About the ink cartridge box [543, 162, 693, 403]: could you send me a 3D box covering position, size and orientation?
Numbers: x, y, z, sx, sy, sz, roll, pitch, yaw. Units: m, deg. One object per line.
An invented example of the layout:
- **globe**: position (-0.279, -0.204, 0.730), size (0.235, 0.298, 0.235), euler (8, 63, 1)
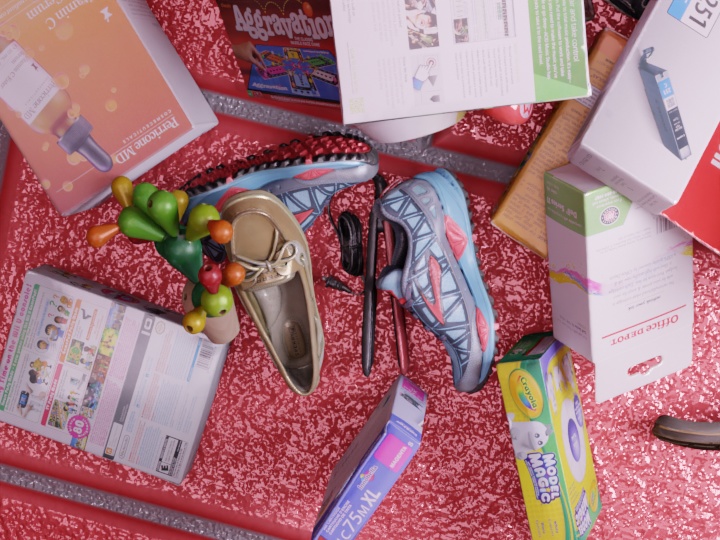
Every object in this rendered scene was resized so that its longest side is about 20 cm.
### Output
- **ink cartridge box**: position (0.227, 0.001, 1.195), size (0.116, 0.067, 0.203), euler (-18, 117, -22)

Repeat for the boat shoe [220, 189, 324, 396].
- **boat shoe**: position (-0.074, 0.021, 1.227), size (0.072, 0.063, 0.203), euler (-13, 125, -1)

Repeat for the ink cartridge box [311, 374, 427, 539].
- **ink cartridge box**: position (0.010, 0.171, 1.211), size (0.042, 0.200, 0.120), euler (34, 100, 1)

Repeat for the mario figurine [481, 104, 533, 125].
- **mario figurine**: position (0.135, -0.221, 1.122), size (0.121, 0.106, 0.203), euler (3, 88, -6)

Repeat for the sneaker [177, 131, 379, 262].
- **sneaker**: position (-0.069, -0.063, 1.259), size (0.197, 0.080, 0.097), euler (-14, 113, 17)

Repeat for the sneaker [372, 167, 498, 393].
- **sneaker**: position (0.060, 0.016, 1.233), size (0.094, 0.079, 0.203), euler (-13, 88, -14)

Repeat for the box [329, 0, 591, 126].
- **box**: position (0.075, -0.197, 1.062), size (0.197, 0.036, 0.147), euler (-6, 105, 2)

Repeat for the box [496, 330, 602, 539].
- **box**: position (0.174, 0.165, 1.233), size (0.048, 0.117, 0.203), euler (-8, 98, 21)

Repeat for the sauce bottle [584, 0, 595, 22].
- **sauce bottle**: position (0.160, -0.314, 1.199), size (0.064, 0.065, 0.203), euler (-9, 92, 7)

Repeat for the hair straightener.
- **hair straightener**: position (0.000, 0.000, 1.269), size (0.076, 0.041, 0.203), euler (-5, 97, 6)

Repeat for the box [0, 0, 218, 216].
- **box**: position (-0.249, -0.176, 1.238), size (0.151, 0.106, 0.201), euler (-32, 93, 9)

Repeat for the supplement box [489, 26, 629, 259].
- **supplement box**: position (0.191, -0.113, 1.222), size (0.068, 0.067, 0.202), euler (29, 99, 1)

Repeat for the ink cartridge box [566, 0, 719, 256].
- **ink cartridge box**: position (0.289, -0.133, 1.122), size (0.175, 0.045, 0.202), euler (31, 75, -3)

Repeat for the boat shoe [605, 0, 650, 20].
- **boat shoe**: position (0.281, -0.237, 1.195), size (0.198, 0.066, 0.075), euler (35, 100, 0)

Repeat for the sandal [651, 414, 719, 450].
- **sandal**: position (0.367, 0.141, 1.244), size (0.197, 0.082, 0.055), euler (5, 76, 12)

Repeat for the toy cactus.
- **toy cactus**: position (-0.152, 0.005, 1.189), size (0.102, 0.199, 0.166), euler (-38, 133, -18)

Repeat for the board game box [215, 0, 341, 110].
- **board game box**: position (-0.051, -0.191, 1.175), size (0.019, 0.199, 0.104), euler (-32, 118, -29)

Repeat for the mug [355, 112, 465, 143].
- **mug**: position (0.050, -0.201, 1.190), size (0.184, 0.150, 0.155), euler (-12, 104, 14)

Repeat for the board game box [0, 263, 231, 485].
- **board game box**: position (-0.236, 0.097, 1.296), size (0.197, 0.064, 0.150), euler (20, 98, 1)
